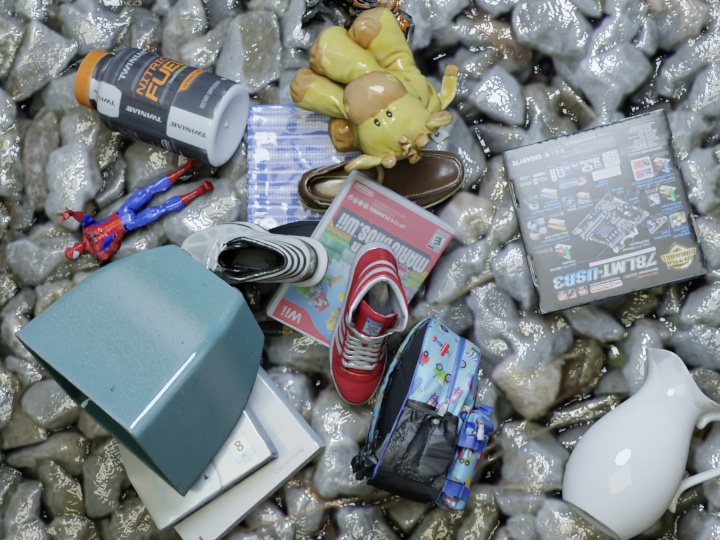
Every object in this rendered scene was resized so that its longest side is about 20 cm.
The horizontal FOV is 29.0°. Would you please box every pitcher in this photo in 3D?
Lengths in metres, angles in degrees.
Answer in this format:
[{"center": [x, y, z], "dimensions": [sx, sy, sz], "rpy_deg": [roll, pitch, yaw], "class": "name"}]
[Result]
[{"center": [0.336, 0.214, 1.567], "dimensions": [0.171, 0.121, 0.200], "rpy_deg": [37, 81, -6], "class": "pitcher"}]

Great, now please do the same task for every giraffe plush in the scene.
[{"center": [0.024, -0.181, 1.575], "dimensions": [0.200, 0.162, 0.173], "rpy_deg": [29, 113, -13], "class": "giraffe plush"}]

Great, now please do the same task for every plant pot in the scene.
[{"center": [-0.220, 0.093, 1.550], "dimensions": [0.196, 0.196, 0.200], "rpy_deg": [35, 73, 26], "class": "plant pot"}]

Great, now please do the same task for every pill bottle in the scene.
[{"center": [-0.243, -0.204, 1.674], "dimensions": [0.199, 0.106, 0.107], "rpy_deg": [20, 89, 15], "class": "pill bottle"}]

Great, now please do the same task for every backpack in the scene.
[{"center": [0.082, 0.160, 1.577], "dimensions": [0.134, 0.183, 0.201], "rpy_deg": [20, 78, 1], "class": "backpack"}]

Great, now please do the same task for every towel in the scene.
[{"center": [-0.070, -0.105, 1.687], "dimensions": [0.144, 0.024, 0.201], "rpy_deg": [-1, 86, 8], "class": "towel"}]

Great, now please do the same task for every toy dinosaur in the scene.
[{"center": [0.000, -0.319, 1.672], "dimensions": [0.135, 0.102, 0.201], "rpy_deg": [7, 69, -6], "class": "toy dinosaur"}]

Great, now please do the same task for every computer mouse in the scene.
[{"center": [-0.073, 0.006, 1.647], "dimensions": [0.199, 0.046, 0.141], "rpy_deg": [-3, 87, 5], "class": "computer mouse"}]

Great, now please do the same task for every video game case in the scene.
[{"center": [0.000, 0.000, 1.623], "dimensions": [0.143, 0.017, 0.200], "rpy_deg": [28, 105, -16], "class": "video game case"}]

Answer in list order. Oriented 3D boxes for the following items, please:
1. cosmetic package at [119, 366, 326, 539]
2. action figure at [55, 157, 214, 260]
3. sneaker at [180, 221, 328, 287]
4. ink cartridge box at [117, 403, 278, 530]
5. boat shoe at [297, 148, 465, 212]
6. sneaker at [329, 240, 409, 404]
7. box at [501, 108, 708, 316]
[{"center": [-0.165, 0.219, 1.665], "dimensions": [0.200, 0.052, 0.151], "rpy_deg": [-41, 78, 4], "class": "cosmetic package"}, {"center": [-0.284, -0.071, 1.683], "dimensions": [0.200, 0.099, 0.065], "rpy_deg": [-33, 81, 8], "class": "action figure"}, {"center": [-0.147, -0.023, 1.582], "dimensions": [0.200, 0.115, 0.076], "rpy_deg": [5, 87, 32], "class": "sneaker"}, {"center": [-0.215, 0.177, 1.628], "dimensions": [0.160, 0.047, 0.200], "rpy_deg": [-34, 81, 5], "class": "ink cartridge box"}, {"center": [0.026, -0.103, 1.636], "dimensions": [0.202, 0.075, 0.075], "rpy_deg": [-11, 85, -1], "class": "boat shoe"}, {"center": [0.008, 0.078, 1.582], "dimensions": [0.071, 0.113, 0.201], "rpy_deg": [5, 110, -8], "class": "sneaker"}, {"center": [0.282, -0.066, 1.619], "dimensions": [0.199, 0.050, 0.199], "rpy_deg": [-15, 85, 7], "class": "box"}]
